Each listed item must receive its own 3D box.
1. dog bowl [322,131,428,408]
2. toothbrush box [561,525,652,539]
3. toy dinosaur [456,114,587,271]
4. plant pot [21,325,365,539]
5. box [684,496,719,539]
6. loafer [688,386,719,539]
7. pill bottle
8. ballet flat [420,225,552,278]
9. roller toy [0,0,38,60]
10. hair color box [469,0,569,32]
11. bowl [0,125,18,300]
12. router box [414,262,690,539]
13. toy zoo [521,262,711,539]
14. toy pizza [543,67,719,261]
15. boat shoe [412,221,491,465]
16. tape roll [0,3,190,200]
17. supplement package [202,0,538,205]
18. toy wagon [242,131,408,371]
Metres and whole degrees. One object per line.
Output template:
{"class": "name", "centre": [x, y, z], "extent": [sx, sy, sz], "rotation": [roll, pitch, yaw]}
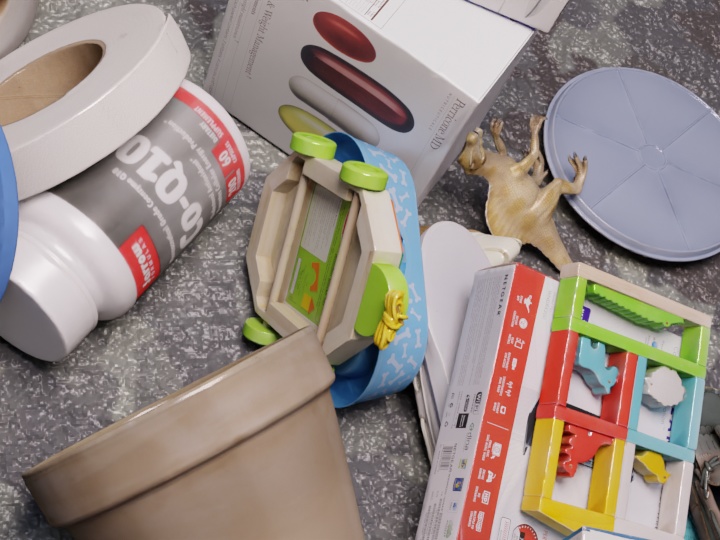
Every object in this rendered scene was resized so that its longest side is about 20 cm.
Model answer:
{"class": "dog bowl", "centre": [0.000, 0.000, 0.889], "extent": [0.050, 0.111, 0.200], "rotation": [5, 73, -32]}
{"class": "toothbrush box", "centre": [0.128, 0.258, 0.744], "extent": [0.085, 0.200, 0.147], "rotation": [13, 60, -10]}
{"class": "toy dinosaur", "centre": [0.138, -0.056, 0.991], "extent": [0.200, 0.058, 0.101], "rotation": [47, 61, -28]}
{"class": "plant pot", "centre": [-0.080, 0.154, 0.757], "extent": [0.200, 0.200, 0.174], "rotation": [-27, 91, -28]}
{"class": "box", "centre": [0.239, 0.260, 0.867], "extent": [0.082, 0.049, 0.200], "rotation": [14, 59, -10]}
{"class": "loafer", "centre": [0.267, 0.169, 0.859], "extent": [0.072, 0.063, 0.200], "rotation": [5, 60, -13]}
{"class": "pill bottle", "centre": [-0.177, -0.038, 0.856], "extent": [0.114, 0.114, 0.200], "rotation": [36, 58, 3]}
{"class": "ballet flat", "centre": [0.119, 0.020, 0.945], "extent": [0.200, 0.072, 0.068], "rotation": [44, 50, 9]}
{"class": "roller toy", "centre": [-0.330, -0.243, 0.903], "extent": [0.182, 0.140, 0.200], "rotation": [23, 58, -5]}
{"class": "hair color box", "centre": [0.064, -0.251, 0.827], "extent": [0.200, 0.109, 0.065], "rotation": [22, 56, -6]}
{"class": "bowl", "centre": [-0.291, -0.041, 0.782], "extent": [0.039, 0.201, 0.201], "rotation": [-6, 60, -54]}
{"class": "router box", "centre": [0.142, 0.118, 0.850], "extent": [0.179, 0.049, 0.200], "rotation": [22, 72, -27]}
{"class": "toy zoo", "centre": [0.175, 0.109, 0.830], "extent": [0.131, 0.020, 0.200], "rotation": [21, 72, -28]}
{"class": "toy pizza", "centre": [0.249, -0.092, 1.074], "extent": [0.200, 0.032, 0.200], "rotation": [9, 59, -15]}
{"class": "boat shoe", "centre": [0.066, 0.066, 0.899], "extent": [0.072, 0.066, 0.200], "rotation": [-3, 73, -32]}
{"class": "tape roll", "centre": [-0.215, -0.118, 0.855], "extent": [0.203, 0.203, 0.037], "rotation": [-51, 128, -32]}
{"class": "supplement package", "centre": [0.011, -0.176, 0.947], "extent": [0.200, 0.191, 0.147], "rotation": [35, 58, 3]}
{"class": "toy wagon", "centre": [-0.019, 0.000, 0.836], "extent": [0.040, 0.155, 0.200], "rotation": [4, 19, -36]}
